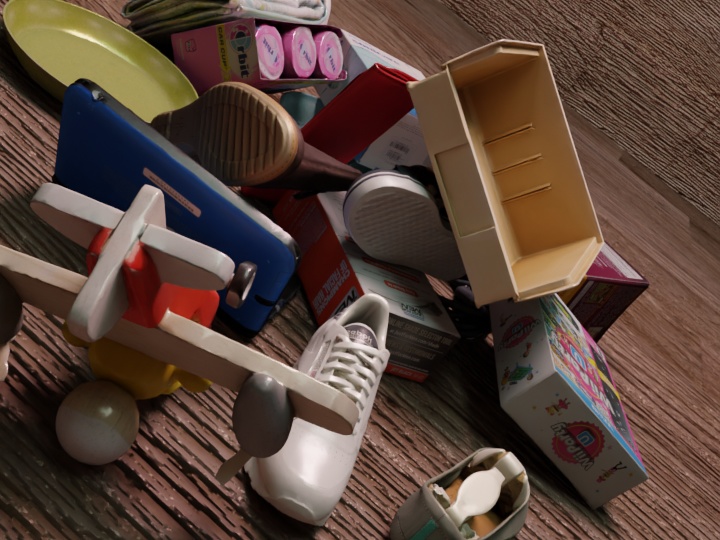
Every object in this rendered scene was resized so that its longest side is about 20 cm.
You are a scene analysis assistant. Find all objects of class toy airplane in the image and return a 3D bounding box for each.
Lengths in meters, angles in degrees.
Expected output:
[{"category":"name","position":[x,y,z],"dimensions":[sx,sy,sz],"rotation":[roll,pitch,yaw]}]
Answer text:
[{"category":"toy airplane","position":[-0.122,0.037,0.452],"dimensions":[0.198,0.143,0.198],"rotation":[15,-12,46]}]

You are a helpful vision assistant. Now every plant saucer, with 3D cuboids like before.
[{"category":"plant saucer","position":[-0.022,-0.143,1.027],"dimensions":[0.198,0.036,0.201],"rotation":[30,25,-15]},{"category":"plant saucer","position":[-0.249,-0.192,0.810],"dimensions":[0.198,0.031,0.201],"rotation":[30,26,-16]}]

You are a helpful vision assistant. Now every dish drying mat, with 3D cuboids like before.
[{"category":"dish drying mat","position":[-0.028,-0.123,0.793],"dimensions":[0.076,0.199,0.018],"rotation":[12,53,-43]}]

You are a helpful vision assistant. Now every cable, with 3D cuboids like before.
[{"category":"cable","position":[0.082,0.006,0.905],"dimensions":[0.162,0.051,0.201],"rotation":[21,30,-47]}]

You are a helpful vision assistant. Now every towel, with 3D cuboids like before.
[{"category":"towel","position":[-0.155,-0.301,0.986],"dimensions":[0.169,0.049,0.199],"rotation":[-3,7,28]}]

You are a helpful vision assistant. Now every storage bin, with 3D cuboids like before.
[{"category":"storage bin","position":[0.133,-0.089,0.748],"dimensions":[0.198,0.092,0.203],"rotation":[-29,102,-65]}]

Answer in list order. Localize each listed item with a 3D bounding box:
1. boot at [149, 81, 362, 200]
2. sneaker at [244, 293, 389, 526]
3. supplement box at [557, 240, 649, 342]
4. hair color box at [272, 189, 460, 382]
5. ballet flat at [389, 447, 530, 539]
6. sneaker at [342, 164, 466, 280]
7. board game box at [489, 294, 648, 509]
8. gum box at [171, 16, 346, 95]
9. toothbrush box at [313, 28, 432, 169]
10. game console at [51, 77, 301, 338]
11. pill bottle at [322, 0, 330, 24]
[{"category":"boot","position":[-0.058,-0.094,0.670],"dimensions":[0.165,0.074,0.199],"rotation":[9,5,-40]},{"category":"sneaker","position":[-0.021,0.086,0.577],"dimensions":[0.076,0.081,0.201],"rotation":[34,26,-10]},{"category":"supplement box","position":[0.248,0.024,1.011],"dimensions":[0.198,0.111,0.086],"rotation":[5,39,-51]},{"category":"hair color box","position":[0.000,0.000,0.775],"dimensions":[0.110,0.064,0.201],"rotation":[21,28,-36]},{"category":"ballet flat","position":[0.091,0.164,0.611],"dimensions":[0.067,0.064,0.199],"rotation":[46,25,19]},{"category":"sneaker","position":[0.039,-0.053,0.746],"dimensions":[0.199,0.078,0.080],"rotation":[28,32,-55]},{"category":"board game box","position":[0.192,0.103,0.811],"dimensions":[0.148,0.064,0.201],"rotation":[47,22,-19]},{"category":"gum box","position":[-0.108,-0.243,0.970],"dimensions":[0.112,0.067,0.199],"rotation":[-2,10,28]},{"category":"toothbrush box","position":[0.039,-0.199,1.061],"dimensions":[0.145,0.086,0.201],"rotation":[17,32,-36]},{"category":"game console","position":[-0.123,-0.057,0.652],"dimensions":[0.199,0.171,0.119],"rotation":[37,51,0]},{"category":"pill bottle","position":[-0.149,-0.396,1.204],"dimensions":[0.198,0.113,0.113],"rotation":[19,30,-34]}]
